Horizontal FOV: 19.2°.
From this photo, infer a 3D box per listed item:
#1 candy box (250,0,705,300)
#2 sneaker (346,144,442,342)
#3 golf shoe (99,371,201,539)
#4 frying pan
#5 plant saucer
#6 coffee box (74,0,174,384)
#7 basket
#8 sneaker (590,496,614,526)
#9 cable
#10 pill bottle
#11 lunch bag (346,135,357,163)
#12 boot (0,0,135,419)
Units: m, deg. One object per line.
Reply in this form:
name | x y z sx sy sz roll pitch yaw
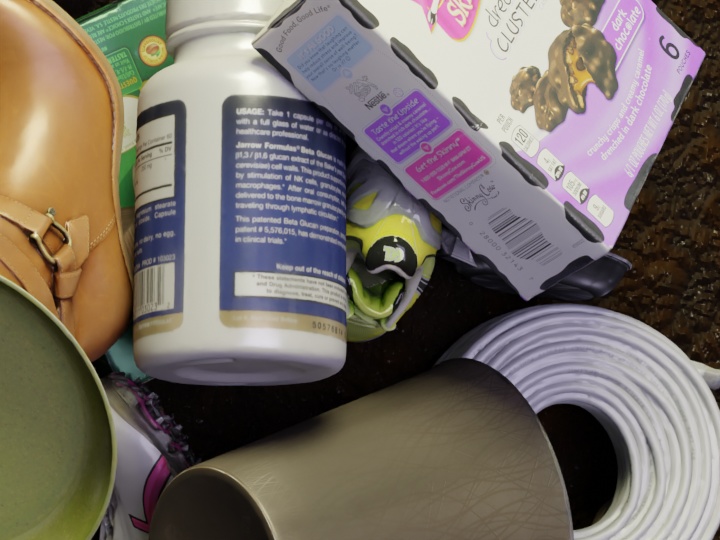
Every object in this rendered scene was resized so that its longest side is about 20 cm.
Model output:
candy box | 0.066 -0.115 1.106 0.200 0.071 0.168 42 49 -13
sneaker | 0.000 0.000 1.181 0.075 0.200 0.077 14 64 -1
golf shoe | -0.113 0.151 1.182 0.092 0.073 0.201 -27 115 -5
frying pan | 0.081 -0.011 1.236 0.190 0.114 0.031 18 78 -50
plant saucer | -0.213 0.073 1.029 0.199 0.031 0.201 2 115 5
coffee box | -0.125 -0.046 1.197 0.123 0.044 0.201 -28 103 -19
basket | -0.002 0.148 1.138 0.199 0.136 0.181 -7 84 -43
sneaker | 0.173 0.244 1.340 0.070 0.076 0.201 -2 71 2
cable | 0.124 0.120 1.284 0.199 0.069 0.201 23 81 -9
pill bottle | -0.062 -0.046 1.105 0.110 0.111 0.201 5 78 -25
lunch bag | 0.047 -0.108 1.229 0.199 0.132 0.137 14 67 -26
boot | -0.182 -0.037 1.078 0.155 0.076 0.201 -49 126 -50
